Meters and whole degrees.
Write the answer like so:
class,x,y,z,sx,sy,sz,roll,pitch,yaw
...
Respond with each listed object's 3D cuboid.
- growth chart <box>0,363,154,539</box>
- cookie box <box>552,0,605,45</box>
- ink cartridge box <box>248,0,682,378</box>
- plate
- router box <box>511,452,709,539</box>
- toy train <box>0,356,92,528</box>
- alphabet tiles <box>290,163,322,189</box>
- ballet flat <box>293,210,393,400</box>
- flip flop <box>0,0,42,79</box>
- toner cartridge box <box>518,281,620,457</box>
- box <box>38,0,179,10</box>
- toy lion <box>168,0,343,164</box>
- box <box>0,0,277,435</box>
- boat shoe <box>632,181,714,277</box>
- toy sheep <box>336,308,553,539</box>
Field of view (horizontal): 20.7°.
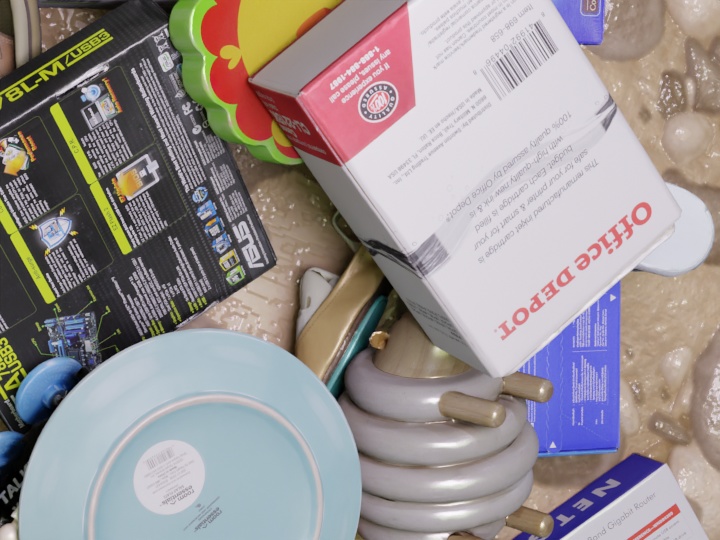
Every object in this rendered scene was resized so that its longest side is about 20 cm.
class,x,y,z,sx,sy,sz,roll,pitch,yaw
growth chart,-0.102,0.160,1.094,0.145,0.018,0.200,-42,113,-13
cookie box,0.047,-0.225,1.196,0.199,0.075,0.172,0,96,-18
ink cartridge box,0.059,-0.065,1.065,0.144,0.084,0.200,-40,113,-11
plate,-0.087,0.132,1.074,0.200,0.026,0.201,-4,100,-24
router box,0.154,0.249,1.286,0.200,0.049,0.180,-33,103,-13
toy train,-0.175,0.137,1.139,0.200,0.087,0.114,-51,145,5
alphabet tiles,-0.004,-0.158,1.229,0.167,0.008,0.200,35,83,-17
ballet flat,0.000,0.000,1.220,0.063,0.069,0.200,32,83,10
flip flop,-0.218,-0.134,1.105,0.057,0.081,0.200,-21,122,-25
toner cartridge box,0.116,0.017,1.260,0.095,0.043,0.201,-1,94,-17
box,-0.136,-0.252,1.129,0.112,0.101,0.201,-1,94,-18
toy lion,-0.017,-0.164,1.089,0.191,0.069,0.201,-12,102,-29
box,-0.160,-0.027,1.118,0.193,0.048,0.200,-33,135,-11
boat shoe,0.111,-0.046,1.194,0.200,0.091,0.071,24,85,-3
toy sheep,0.046,0.111,1.179,0.137,0.138,0.201,-5,108,-18
